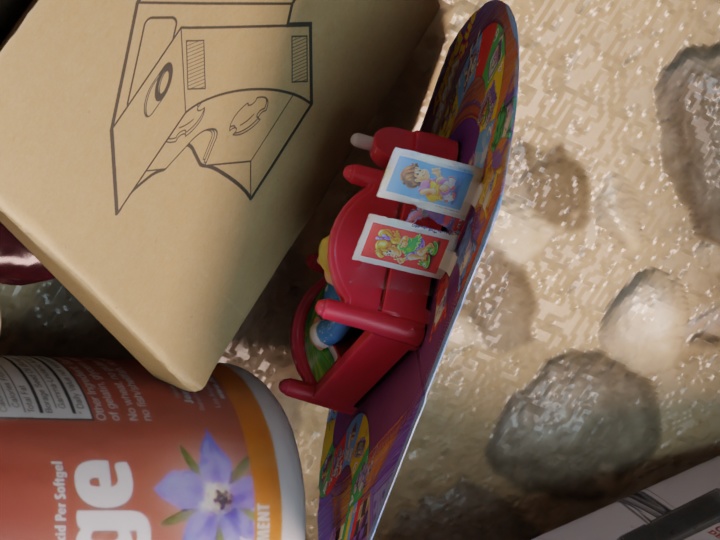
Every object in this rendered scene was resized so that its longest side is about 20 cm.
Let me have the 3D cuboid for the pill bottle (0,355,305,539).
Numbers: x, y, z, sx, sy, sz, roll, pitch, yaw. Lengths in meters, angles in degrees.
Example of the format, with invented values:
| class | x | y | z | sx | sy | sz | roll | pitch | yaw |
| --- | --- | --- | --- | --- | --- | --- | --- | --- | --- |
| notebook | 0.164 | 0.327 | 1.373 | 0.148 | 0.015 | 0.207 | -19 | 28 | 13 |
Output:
| class | x | y | z | sx | sy | sz | roll | pitch | yaw |
| --- | --- | --- | --- | --- | --- | --- | --- | --- | --- |
| pill bottle | -0.128 | 0.083 | 0.894 | 0.200 | 0.112 | 0.112 | 2 | 118 | -31 |

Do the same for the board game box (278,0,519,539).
| class | x | y | z | sx | sy | sz | roll | pitch | yaw |
| --- | --- | --- | --- | --- | --- | --- | --- | --- | --- |
| board game box | 0.000 | 0.000 | 0.900 | 0.039 | 0.158 | 0.200 | 16 | 113 | -10 |

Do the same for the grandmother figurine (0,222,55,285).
| class | x | y | z | sx | sy | sz | roll | pitch | yaw |
| --- | --- | --- | --- | --- | --- | --- | --- | --- | --- |
| grandmother figurine | -0.106 | -0.043 | 0.827 | 0.121 | 0.061 | 0.200 | 27 | 84 | -30 |

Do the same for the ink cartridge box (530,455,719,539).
| class | x | y | z | sx | sy | sz | roll | pitch | yaw |
| --- | --- | --- | --- | --- | --- | --- | --- | --- | --- |
| ink cartridge box | 0.113 | 0.170 | 1.077 | 0.200 | 0.083 | 0.147 | -19 | 128 | -37 |

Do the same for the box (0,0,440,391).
| class | x | y | z | sx | sy | sz | roll | pitch | yaw |
| --- | --- | --- | --- | --- | --- | --- | --- | --- | --- |
| box | -0.049 | -0.065 | 0.826 | 0.164 | 0.021 | 0.200 | -58 | 154 | -11 |
